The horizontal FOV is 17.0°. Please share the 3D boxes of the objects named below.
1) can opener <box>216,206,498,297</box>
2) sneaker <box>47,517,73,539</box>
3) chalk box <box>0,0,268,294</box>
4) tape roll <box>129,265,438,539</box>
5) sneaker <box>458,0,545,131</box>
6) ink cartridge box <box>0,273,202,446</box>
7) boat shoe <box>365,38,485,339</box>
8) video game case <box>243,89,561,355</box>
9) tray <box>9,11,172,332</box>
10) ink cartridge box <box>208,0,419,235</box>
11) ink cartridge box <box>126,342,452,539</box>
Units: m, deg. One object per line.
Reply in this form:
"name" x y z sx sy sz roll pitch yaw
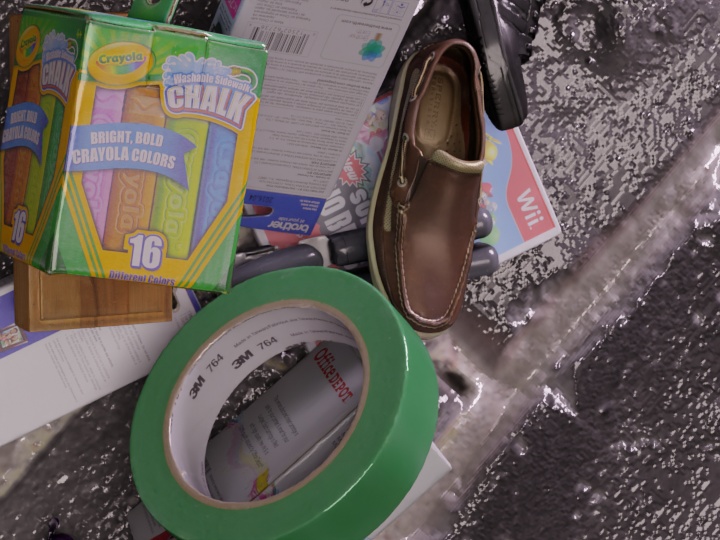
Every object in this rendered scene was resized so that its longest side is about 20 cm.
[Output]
"can opener" 0.000 0.000 1.631 0.199 0.067 0.054 -12 100 -10
"sneaker" -0.137 0.240 1.650 0.199 0.074 0.088 23 87 -14
"chalk box" -0.141 -0.097 1.476 0.123 0.124 0.201 7 94 -26
"tape roll" -0.050 0.094 1.523 0.200 0.200 0.048 -46 137 -3
"sneaker" 0.115 -0.203 1.645 0.104 0.060 0.201 -14 86 -7
"ink cartridge box" -0.207 0.045 1.624 0.199 0.039 0.100 -25 102 -7
"boat shoe" 0.048 -0.059 1.597 0.074 0.075 0.203 6 74 -19
"video game case" 0.024 -0.047 1.675 0.199 0.017 0.143 -26 102 -9
"tray" -0.173 -0.065 1.553 0.098 0.037 0.201 -4 101 -25
"ink cartridge box" -0.052 -0.116 1.576 0.119 0.042 0.200 6 125 -28
"ink cartridge box" -0.050 0.148 1.609 0.200 0.146 0.083 -41 107 0
